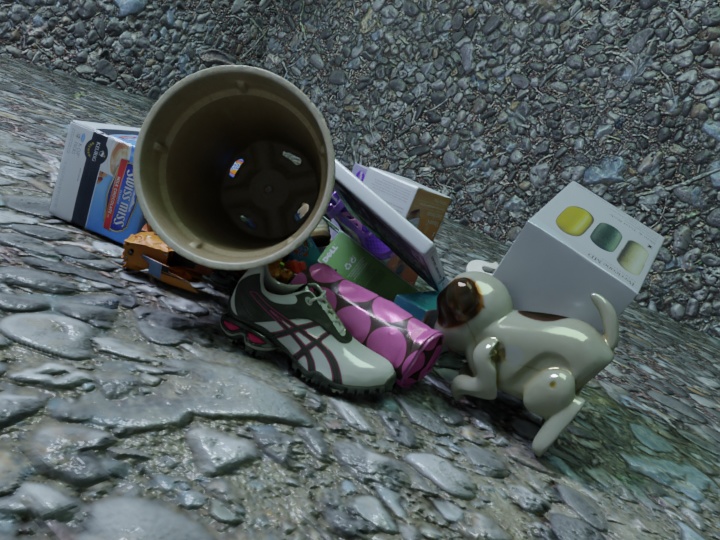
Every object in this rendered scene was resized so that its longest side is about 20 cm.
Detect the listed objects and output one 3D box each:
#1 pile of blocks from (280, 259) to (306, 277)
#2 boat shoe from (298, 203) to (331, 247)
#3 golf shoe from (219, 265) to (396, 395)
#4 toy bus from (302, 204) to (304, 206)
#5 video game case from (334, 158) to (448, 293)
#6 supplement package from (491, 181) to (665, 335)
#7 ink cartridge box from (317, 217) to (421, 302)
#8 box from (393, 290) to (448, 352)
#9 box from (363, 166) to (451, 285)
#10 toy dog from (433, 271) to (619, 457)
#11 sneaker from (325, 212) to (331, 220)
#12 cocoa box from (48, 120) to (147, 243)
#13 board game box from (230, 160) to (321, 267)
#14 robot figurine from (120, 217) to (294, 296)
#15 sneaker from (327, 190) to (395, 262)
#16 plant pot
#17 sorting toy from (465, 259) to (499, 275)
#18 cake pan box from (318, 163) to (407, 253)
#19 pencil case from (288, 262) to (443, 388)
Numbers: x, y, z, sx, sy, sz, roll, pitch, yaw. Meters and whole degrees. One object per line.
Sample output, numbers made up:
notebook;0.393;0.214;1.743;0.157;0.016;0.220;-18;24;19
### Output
pile of blocks;-0.156;-0.019;0.808;0.200;0.062;0.082;23;13;5
boat shoe;-0.088;-0.076;1.005;0.071;0.065;0.200;-9;-3;-14
golf shoe;-0.048;0.065;0.600;0.200;0.088;0.077;24;12;2
toy bus;-0.153;-0.144;1.060;0.078;0.065;0.200;-7;8;-39
video game case;0.033;-0.060;0.765;0.200;0.023;0.182;43;-2;22
supplement package;0.283;0.002;0.768;0.152;0.151;0.200;37;39;17
ink cartridge box;0.000;0.000;0.856;0.200;0.059;0.104;39;0;16
box;0.101;0.074;0.804;0.049;0.082;0.200;28;14;27
box;0.056;-0.067;1.029;0.106;0.200;0.152;28;14;27
toy dog;0.175;0.083;0.666;0.200;0.194;0.140;36;26;17
sneaker;-0.095;-0.084;1.150;0.200;0.112;0.078;-7;36;10
cocoa box;-0.314;-0.127;0.824;0.131;0.134;0.200;23;13;5
board game box;-0.135;-0.079;0.872;0.152;0.045;0.200;35;-21;47
robot figurine;-0.183;-0.015;0.717;0.200;0.058;0.145;19;31;-10
sneaker;-0.016;-0.095;0.927;0.200;0.080;0.088;49;7;20
plant pot;-0.120;-0.101;0.645;0.200;0.201;0.183;22;1;2
sorting toy;0.232;0.063;0.868;0.200;0.107;0.180;1;54;-57
cake pan box;0.028;-0.101;1.124;0.052;0.200;0.184;33;14;37
pencil case;0.004;0.066;0.693;0.200;0.094;0.091;31;56;31
